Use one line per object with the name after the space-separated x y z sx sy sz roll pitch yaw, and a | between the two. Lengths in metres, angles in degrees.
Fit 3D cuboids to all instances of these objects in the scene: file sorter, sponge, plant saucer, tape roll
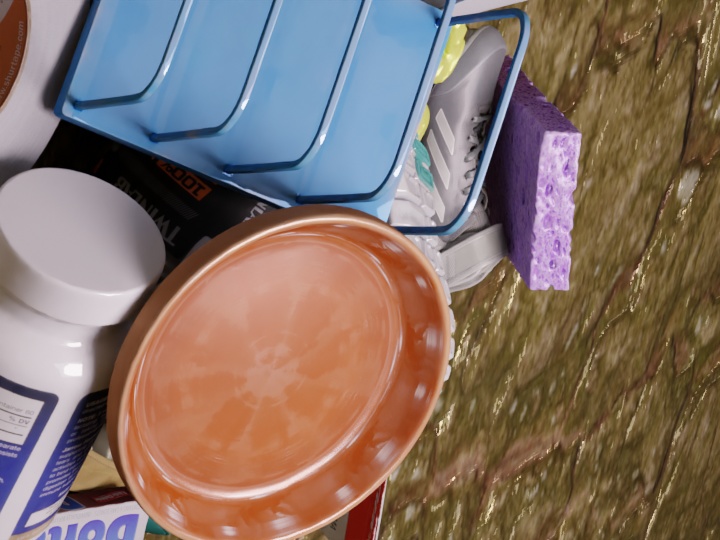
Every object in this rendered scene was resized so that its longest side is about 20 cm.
-0.031 -0.112 1.431 0.200 0.123 0.139 22 80 -24 | file sorter
0.109 -0.070 1.865 0.200 0.030 0.112 -117 -152 -68 | sponge
-0.044 0.055 1.442 0.200 0.032 0.201 -16 124 -25 | plant saucer
-0.226 -0.120 1.382 0.200 0.066 0.200 -37 138 -42 | tape roll

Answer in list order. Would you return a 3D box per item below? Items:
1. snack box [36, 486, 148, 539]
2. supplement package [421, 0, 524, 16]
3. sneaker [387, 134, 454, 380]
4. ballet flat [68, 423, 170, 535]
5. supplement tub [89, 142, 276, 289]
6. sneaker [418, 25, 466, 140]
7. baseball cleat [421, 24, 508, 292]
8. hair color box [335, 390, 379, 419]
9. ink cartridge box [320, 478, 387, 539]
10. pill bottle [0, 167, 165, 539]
-0.204 0.169 1.547 0.200 0.024 0.072 -4 114 -49 | snack box
0.071 -0.257 1.578 0.152 0.151 0.200 -17 91 -28 | supplement package
0.000 0.000 1.617 0.078 0.091 0.200 40 39 -53 | sneaker
-0.161 0.116 1.642 0.200 0.069 0.063 30 69 -61 | ballet flat
-0.077 -0.059 1.576 0.200 0.123 0.123 -51 151 6 | supplement tub
0.020 -0.158 1.668 0.105 0.076 0.200 -6 114 -57 | sneaker
0.070 -0.063 1.841 0.200 0.106 0.070 -63 163 20 | baseball cleat
-0.064 0.070 1.593 0.100 0.200 0.061 -12 86 -14 | hair color box
-0.012 0.110 1.664 0.160 0.047 0.200 100 -5 -45 | ink cartridge box
-0.183 0.048 1.444 0.116 0.116 0.200 -27 154 -50 | pill bottle
